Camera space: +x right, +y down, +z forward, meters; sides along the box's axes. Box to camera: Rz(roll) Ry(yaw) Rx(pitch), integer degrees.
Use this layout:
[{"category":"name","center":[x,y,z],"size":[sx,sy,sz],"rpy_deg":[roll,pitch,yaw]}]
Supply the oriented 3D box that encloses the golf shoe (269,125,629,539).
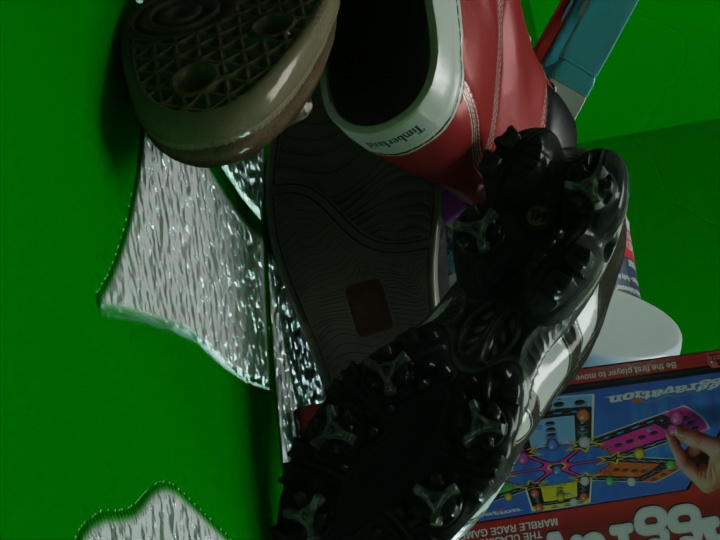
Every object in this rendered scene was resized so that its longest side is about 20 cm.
[{"category":"golf shoe","center":[0.045,0.047,0.785],"size":[0.201,0.077,0.095],"rpy_deg":[-54,155,-8]}]

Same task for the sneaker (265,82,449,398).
[{"category":"sneaker","center":[0.000,0.000,0.904],"size":[0.106,0.074,0.202],"rpy_deg":[-116,-163,-82]}]

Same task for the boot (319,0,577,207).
[{"category":"boot","center":[0.041,-0.119,0.844],"size":[0.144,0.072,0.202],"rpy_deg":[30,54,-53]}]

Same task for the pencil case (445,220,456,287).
[{"category":"pencil case","center":[0.044,-0.025,1.112],"size":[0.200,0.088,0.079],"rpy_deg":[-75,156,-69]}]

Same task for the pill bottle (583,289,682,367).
[{"category":"pill bottle","center":[0.088,0.113,0.972],"size":[0.113,0.111,0.202],"rpy_deg":[-77,178,-69]}]

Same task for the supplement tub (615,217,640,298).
[{"category":"supplement tub","center":[0.115,0.061,1.321],"size":[0.140,0.139,0.202],"rpy_deg":[48,33,-74]}]

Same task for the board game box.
[{"category":"board game box","center":[0.077,0.094,0.848],"size":[0.019,0.198,0.104],"rpy_deg":[143,-61,-77]}]

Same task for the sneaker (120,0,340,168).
[{"category":"sneaker","center":[-0.034,-0.075,0.711],"size":[0.201,0.070,0.076],"rpy_deg":[-85,164,-58]}]

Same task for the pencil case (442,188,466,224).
[{"category":"pencil case","center":[0.019,-0.082,1.015],"size":[0.093,0.085,0.200],"rpy_deg":[48,16,-8]}]

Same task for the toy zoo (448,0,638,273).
[{"category":"toy zoo","center":[0.090,-0.088,0.961],"size":[0.201,0.020,0.131],"rpy_deg":[-61,-176,0]}]
